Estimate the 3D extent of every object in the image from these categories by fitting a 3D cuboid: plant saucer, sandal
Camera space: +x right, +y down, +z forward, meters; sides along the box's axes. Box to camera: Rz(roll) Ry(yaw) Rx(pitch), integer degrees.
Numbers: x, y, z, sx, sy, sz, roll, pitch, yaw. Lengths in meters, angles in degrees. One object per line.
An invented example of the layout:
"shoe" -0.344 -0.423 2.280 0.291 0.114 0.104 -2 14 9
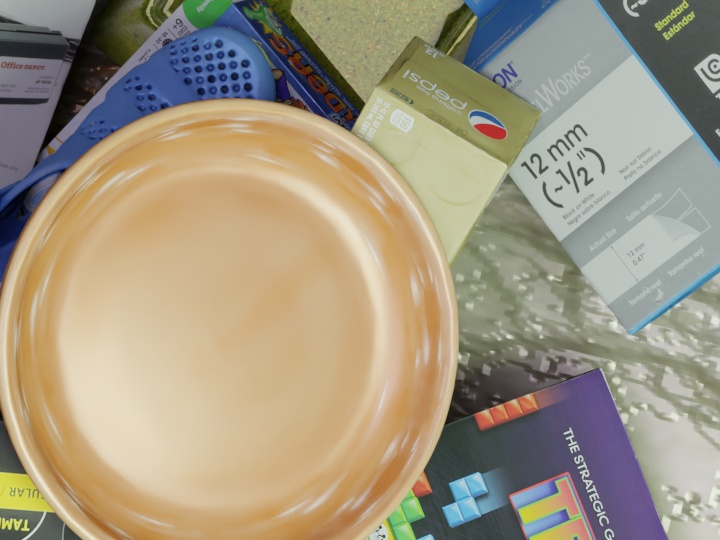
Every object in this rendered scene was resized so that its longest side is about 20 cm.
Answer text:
"plant saucer" -0.056 0.030 1.045 0.200 0.037 0.201 -1 92 -23
"plant saucer" -0.009 -0.136 1.224 0.200 0.048 0.200 38 98 11
"sandal" -0.115 -0.032 1.131 0.079 0.087 0.200 42 82 11

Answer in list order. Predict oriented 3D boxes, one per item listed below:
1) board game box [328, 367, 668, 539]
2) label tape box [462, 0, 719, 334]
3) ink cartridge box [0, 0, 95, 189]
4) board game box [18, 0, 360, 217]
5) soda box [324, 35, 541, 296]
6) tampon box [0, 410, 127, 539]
"board game box" 0.072 0.162 1.144 0.057 0.165 0.200 -28 82 54
"label tape box" 0.116 -0.094 1.107 0.200 0.066 0.143 52 129 3
"ink cartridge box" -0.213 -0.119 1.230 0.144 0.084 0.200 25 95 40
"board game box" -0.086 -0.028 1.217 0.135 0.034 0.200 49 116 6
"soda box" 0.000 0.000 1.129 0.068 0.064 0.200 31 121 1
"tampon box" -0.175 0.114 1.127 0.150 0.200 0.127 7 91 -31
